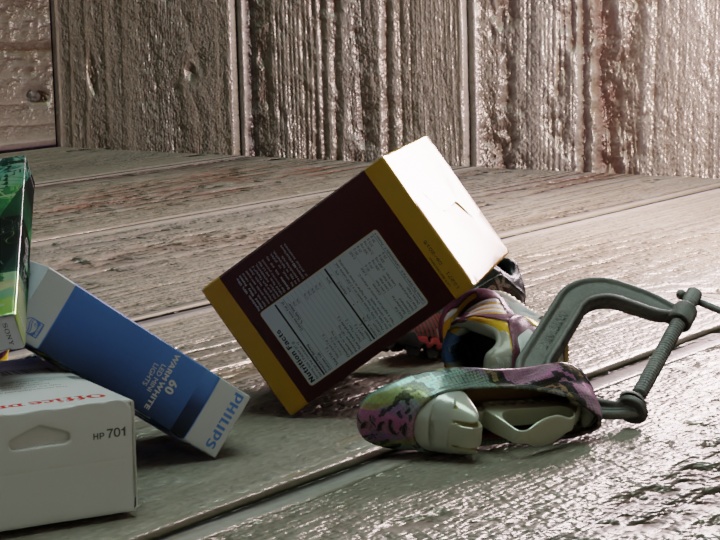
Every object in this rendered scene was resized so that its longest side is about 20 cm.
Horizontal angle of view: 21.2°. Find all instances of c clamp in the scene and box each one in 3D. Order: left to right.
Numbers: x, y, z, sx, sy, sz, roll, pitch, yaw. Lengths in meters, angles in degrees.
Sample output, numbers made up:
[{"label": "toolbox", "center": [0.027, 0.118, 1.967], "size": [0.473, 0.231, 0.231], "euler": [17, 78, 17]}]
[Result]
[{"label": "c clamp", "center": [0.228, 0.065, 1.611], "size": [0.170, 0.027, 0.200], "euler": [25, 46, 21]}]

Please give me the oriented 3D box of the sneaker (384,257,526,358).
[{"label": "sneaker", "center": [0.091, 0.030, 1.885], "size": [0.200, 0.098, 0.071], "euler": [-11, 15, -43]}]

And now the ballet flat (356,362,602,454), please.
[{"label": "ballet flat", "center": [0.099, 0.112, 1.489], "size": [0.199, 0.069, 0.071], "euler": [-4, 29, -21]}]

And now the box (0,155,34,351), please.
[{"label": "box", "center": [-0.317, -0.005, 1.420], "size": [0.144, 0.036, 0.200], "euler": [-11, 40, 1]}]

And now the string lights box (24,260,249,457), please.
[{"label": "string lights box", "center": [-0.193, 0.065, 1.485], "size": [0.200, 0.059, 0.103], "euler": [35, -10, -28]}]

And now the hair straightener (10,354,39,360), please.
[{"label": "hair straightener", "center": [-0.292, 0.095, 1.757], "size": [0.199, 0.041, 0.077], "euler": [-12, -2, -28]}]

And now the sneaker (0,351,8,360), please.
[{"label": "sneaker", "center": [-0.419, 0.057, 1.754], "size": [0.199, 0.090, 0.075], "euler": [-5, 35, -23]}]

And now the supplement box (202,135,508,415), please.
[{"label": "supplement box", "center": [0.000, 0.000, 1.686], "size": [0.200, 0.133, 0.197], "euler": [-35, 0, 16]}]

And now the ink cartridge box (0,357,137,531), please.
[{"label": "ink cartridge box", "center": [-0.263, 0.122, 1.378], "size": [0.146, 0.086, 0.200], "euler": [-5, 10, -28]}]

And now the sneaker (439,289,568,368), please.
[{"label": "sneaker", "center": [0.103, 0.059, 1.717], "size": [0.090, 0.075, 0.200], "euler": [0, 6, -25]}]
